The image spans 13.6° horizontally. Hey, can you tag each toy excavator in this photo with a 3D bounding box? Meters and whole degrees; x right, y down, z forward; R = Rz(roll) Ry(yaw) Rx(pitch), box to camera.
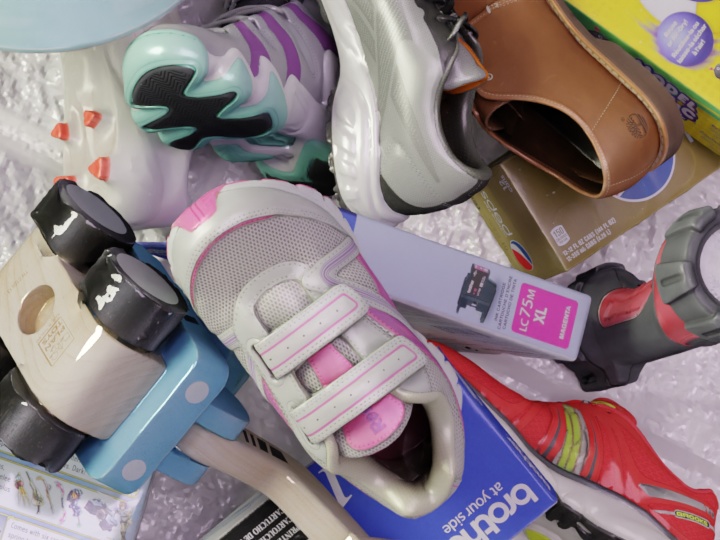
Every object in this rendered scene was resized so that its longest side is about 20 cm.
[{"bbox_3d":[-0.075,0.070,1.424,0.200,0.195,0.100,29,106,-40],"label":"toy excavator"}]

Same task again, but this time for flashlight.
[{"bbox_3d":[0.150,0.011,1.508,0.068,0.200,0.068,46,73,-7],"label":"flashlight"}]

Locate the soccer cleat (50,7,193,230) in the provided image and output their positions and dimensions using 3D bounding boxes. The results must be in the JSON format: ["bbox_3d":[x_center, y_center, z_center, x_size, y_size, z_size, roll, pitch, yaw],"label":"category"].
[{"bbox_3d":[-0.117,-0.116,1.516,0.077,0.069,0.201,11,72,-45],"label":"soccer cleat"}]

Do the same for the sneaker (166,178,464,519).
[{"bbox_3d":[-0.009,0.038,1.372,0.081,0.088,0.200,-41,122,8],"label":"sneaker"}]

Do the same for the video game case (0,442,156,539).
[{"bbox_3d":[-0.211,0.124,1.458,0.199,0.045,0.182,21,77,-15],"label":"video game case"}]

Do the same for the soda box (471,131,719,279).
[{"bbox_3d":[0.157,-0.074,1.593,0.200,0.064,0.068,-33,92,-19],"label":"soda box"}]

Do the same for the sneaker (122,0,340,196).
[{"bbox_3d":[-0.054,-0.126,1.495,0.077,0.200,0.141,-8,73,25],"label":"sneaker"}]

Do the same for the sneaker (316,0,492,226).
[{"bbox_3d":[0.023,-0.124,1.475,0.074,0.079,0.201,-10,91,-63],"label":"sneaker"}]

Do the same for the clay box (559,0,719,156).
[{"bbox_3d":[0.159,-0.151,1.555,0.200,0.048,0.115,35,69,2],"label":"clay box"}]

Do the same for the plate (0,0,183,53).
[{"bbox_3d":[-0.154,-0.196,1.423,0.199,0.026,0.201,2,65,-5],"label":"plate"}]

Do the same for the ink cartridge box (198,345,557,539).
[{"bbox_3d":[-0.009,0.137,1.486,0.200,0.044,0.094,-40,96,4],"label":"ink cartridge box"}]

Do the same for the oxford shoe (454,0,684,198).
[{"bbox_3d":[0.066,-0.109,1.513,0.200,0.071,0.071,38,49,16],"label":"oxford shoe"}]

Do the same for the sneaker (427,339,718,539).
[{"bbox_3d":[0.100,0.094,1.562,0.200,0.077,0.085,37,54,-11],"label":"sneaker"}]

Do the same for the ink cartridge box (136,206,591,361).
[{"bbox_3d":[0.000,0.000,1.480,0.199,0.119,0.042,16,83,-29],"label":"ink cartridge box"}]
